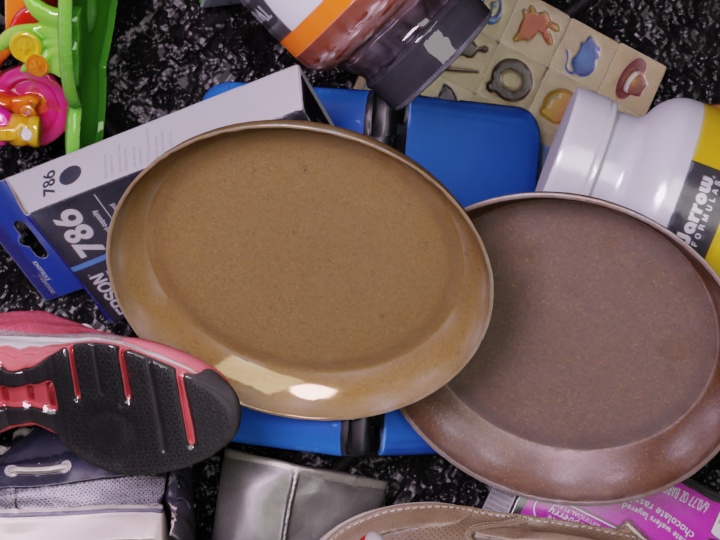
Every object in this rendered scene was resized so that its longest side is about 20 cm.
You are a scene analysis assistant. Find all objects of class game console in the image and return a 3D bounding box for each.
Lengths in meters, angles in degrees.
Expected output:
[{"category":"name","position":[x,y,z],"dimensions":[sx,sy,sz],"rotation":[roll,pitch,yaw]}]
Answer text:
[{"category":"game console","position":[0.000,0.000,1.138],"dimensions":[0.169,0.118,0.202],"rotation":[5,92,21]}]

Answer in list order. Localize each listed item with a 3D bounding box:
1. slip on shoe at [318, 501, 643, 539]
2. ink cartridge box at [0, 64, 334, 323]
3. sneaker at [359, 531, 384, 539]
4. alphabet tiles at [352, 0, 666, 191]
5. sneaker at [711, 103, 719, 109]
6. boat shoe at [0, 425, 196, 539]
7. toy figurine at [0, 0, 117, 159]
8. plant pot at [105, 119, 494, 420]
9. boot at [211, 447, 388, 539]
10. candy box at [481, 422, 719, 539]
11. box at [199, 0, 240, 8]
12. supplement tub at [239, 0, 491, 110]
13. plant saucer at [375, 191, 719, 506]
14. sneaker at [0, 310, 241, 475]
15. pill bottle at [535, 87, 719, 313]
[{"category":"slip on shoe","position":[0.068,0.167,1.078],"dimensions":[0.198,0.061,0.077],"rotation":[6,87,-4]},{"category":"ink cartridge box","position":[-0.101,-0.031,1.050],"dimensions":[0.198,0.039,0.100],"rotation":[-19,136,14]},{"category":"sneaker","position":[-0.007,0.226,1.057],"dimensions":[0.107,0.067,0.202],"rotation":[32,119,-1]},{"category":"alphabet tiles","position":[0.089,-0.073,1.166],"dimensions":[0.199,0.006,0.168],"rotation":[26,85,-11]},{"category":"sneaker","position":[0.272,-0.029,1.169],"dimensions":[0.199,0.073,0.085],"rotation":[31,83,-11]},{"category":"boat shoe","position":[-0.185,0.118,1.089],"dimensions":[0.198,0.075,0.093],"rotation":[0,59,1]},{"category":"toy figurine","position":[-0.228,-0.145,1.058],"dimensions":[0.182,0.150,0.202],"rotation":[6,115,2]},{"category":"plant pot","position":[-0.030,-0.002,1.017],"dimensions":[0.199,0.201,0.028],"rotation":[23,42,-11]},{"category":"boot","position":[-0.081,0.200,1.102],"dimensions":[0.180,0.072,0.202],"rotation":[8,96,-25]},{"category":"candy box","position":[0.120,0.198,1.147],"dimensions":[0.136,0.061,0.201],"rotation":[26,87,-10]},{"category":"box","position":[-0.010,-0.256,1.099],"dimensions":[0.175,0.097,0.202],"rotation":[-5,91,-9]},{"category":"supplement tub","position":[-0.027,-0.174,0.994],"dimensions":[0.200,0.107,0.107],"rotation":[45,82,-6]},{"category":"plant saucer","position":[0.107,0.037,1.056],"dimensions":[0.198,0.035,0.202],"rotation":[8,126,11]},{"category":"sneaker","position":[-0.152,0.049,1.051],"dimensions":[0.198,0.087,0.074],"rotation":[6,116,14]},{"category":"pill bottle","position":[0.196,-0.026,1.078],"dimensions":[0.198,0.112,0.113],"rotation":[21,87,1]}]
